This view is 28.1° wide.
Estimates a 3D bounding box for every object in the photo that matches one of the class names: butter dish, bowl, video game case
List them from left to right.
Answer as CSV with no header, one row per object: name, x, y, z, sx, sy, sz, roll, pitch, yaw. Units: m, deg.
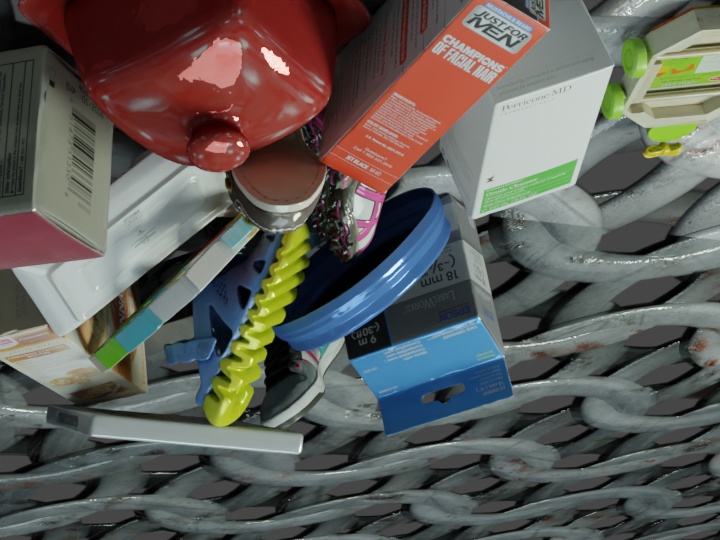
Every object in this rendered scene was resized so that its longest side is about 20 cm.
video game case,-0.178,0.148,1.349,0.199,0.023,0.182,9,175,-24
butter dish,-0.106,-0.138,1.008,0.199,0.149,0.199,-22,151,22
bowl,0.000,0.000,1.341,0.200,0.201,0.039,-29,108,34

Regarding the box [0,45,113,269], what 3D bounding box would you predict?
box,-0.295,-0.073,1.060,0.199,0.129,0.109,-6,161,18

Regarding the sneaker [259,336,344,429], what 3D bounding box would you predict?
sneaker,-0.083,0.071,1.471,0.083,0.200,0.121,-29,107,24

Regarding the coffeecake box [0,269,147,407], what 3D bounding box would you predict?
coffeecake box,-0.267,0.017,1.279,0.073,0.154,0.200,-13,157,12

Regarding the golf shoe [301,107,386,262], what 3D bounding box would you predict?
golf shoe,0.002,-0.079,1.226,0.092,0.073,0.200,-30,153,-20

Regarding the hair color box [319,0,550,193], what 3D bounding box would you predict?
hair color box,0.051,-0.160,1.043,0.064,0.111,0.200,25,136,-22

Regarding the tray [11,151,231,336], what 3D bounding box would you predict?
tray,-0.177,-0.032,1.148,0.200,0.022,0.108,-40,145,-15

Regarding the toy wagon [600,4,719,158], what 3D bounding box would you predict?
toy wagon,0.290,-0.164,1.268,0.154,0.040,0.200,-6,156,-11

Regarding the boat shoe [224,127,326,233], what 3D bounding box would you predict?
boat shoe,-0.070,-0.068,1.099,0.071,0.200,0.060,3,114,-13

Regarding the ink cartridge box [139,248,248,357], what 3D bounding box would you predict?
ink cartridge box,-0.156,0.024,1.373,0.199,0.100,0.039,-17,129,36

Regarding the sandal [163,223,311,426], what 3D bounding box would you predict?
sandal,-0.111,0.033,1.259,0.201,0.087,0.079,-63,165,7

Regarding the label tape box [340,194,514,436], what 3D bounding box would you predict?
label tape box,0.057,0.044,1.427,0.144,0.201,0.063,-20,156,18

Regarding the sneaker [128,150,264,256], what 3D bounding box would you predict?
sneaker,-0.131,-0.055,1.282,0.199,0.071,0.099,4,148,-39

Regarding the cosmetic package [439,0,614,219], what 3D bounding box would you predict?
cosmetic package,0.132,-0.135,1.193,0.107,0.085,0.200,-19,159,-8

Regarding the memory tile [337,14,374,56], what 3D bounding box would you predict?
memory tile,-0.022,-0.157,1.173,0.199,0.017,0.153,-13,156,2

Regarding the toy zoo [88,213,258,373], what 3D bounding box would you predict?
toy zoo,-0.140,0.004,1.200,0.200,0.020,0.131,-37,-170,43

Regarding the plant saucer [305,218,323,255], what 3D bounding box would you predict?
plant saucer,-0.084,-0.025,1.439,0.070,0.019,0.200,8,149,-37
